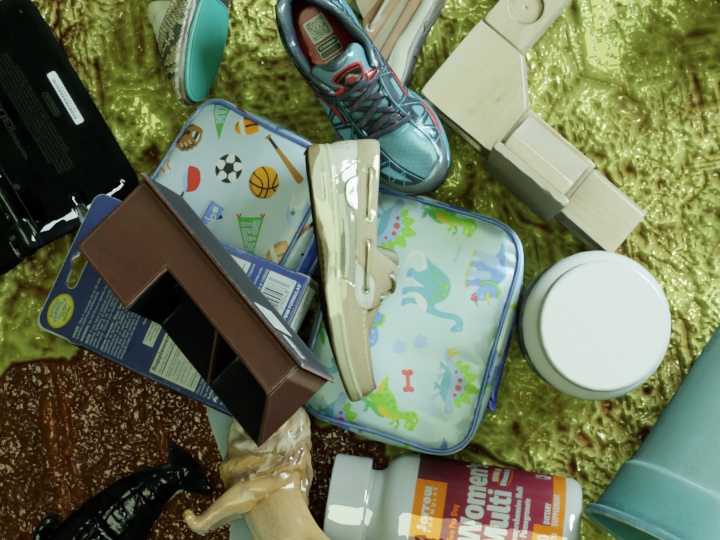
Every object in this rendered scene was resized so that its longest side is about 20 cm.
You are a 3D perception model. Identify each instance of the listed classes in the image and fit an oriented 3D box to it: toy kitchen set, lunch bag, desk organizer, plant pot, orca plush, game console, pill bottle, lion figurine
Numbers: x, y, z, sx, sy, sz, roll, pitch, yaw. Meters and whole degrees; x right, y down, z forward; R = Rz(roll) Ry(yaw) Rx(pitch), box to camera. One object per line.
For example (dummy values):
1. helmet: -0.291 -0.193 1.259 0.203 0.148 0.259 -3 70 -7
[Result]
1. toy kitchen set: 0.176 -0.140 1.416 0.200 0.163 0.181 41 90 3
2. lunch bag: -0.103 -0.026 1.451 0.160 0.076 0.201 29 91 22
3. desk organizer: -0.117 0.030 1.333 0.077 0.072 0.200 -43 68 5
4. plant pot: 0.308 0.151 1.396 0.199 0.200 0.197 30 82 3
5. orca plush: -0.207 0.230 1.465 0.199 0.071 0.106 -32 87 1
6. game console: -0.315 -0.099 1.508 0.175 0.116 0.201 -30 87 -29
7. pill bottle: 0.072 0.206 1.435 0.198 0.110 0.110 9 88 2
8. pill bottle: 0.179 0.043 1.391 0.112 0.200 0.114 0 88 3
9. lion figurine: -0.059 0.200 1.379 0.122 0.073 0.201 -30 73 -4
10. lunch bag: 0.045 0.044 1.455 0.160 0.082 0.201 15 88 5

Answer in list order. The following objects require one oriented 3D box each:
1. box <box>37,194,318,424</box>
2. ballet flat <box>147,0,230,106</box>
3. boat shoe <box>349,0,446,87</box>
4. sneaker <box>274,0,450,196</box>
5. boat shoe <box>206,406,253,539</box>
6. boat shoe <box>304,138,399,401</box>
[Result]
1. box: -0.144 0.028 1.395 0.199 0.032 0.122 23 84 20
2. ballet flat: -0.135 -0.235 1.489 0.075 0.068 0.201 15 83 25
3. boat shoe: 0.026 -0.214 1.471 0.071 0.076 0.201 24 88 5
4. sneaker: -0.007 -0.139 1.397 0.079 0.096 0.200 -39 83 6
5. boat shoe: -0.080 0.181 1.464 0.073 0.068 0.201 -20 81 6
6. boat shoe: 0.000 0.000 1.379 0.064 0.072 0.202 -8 95 -5
